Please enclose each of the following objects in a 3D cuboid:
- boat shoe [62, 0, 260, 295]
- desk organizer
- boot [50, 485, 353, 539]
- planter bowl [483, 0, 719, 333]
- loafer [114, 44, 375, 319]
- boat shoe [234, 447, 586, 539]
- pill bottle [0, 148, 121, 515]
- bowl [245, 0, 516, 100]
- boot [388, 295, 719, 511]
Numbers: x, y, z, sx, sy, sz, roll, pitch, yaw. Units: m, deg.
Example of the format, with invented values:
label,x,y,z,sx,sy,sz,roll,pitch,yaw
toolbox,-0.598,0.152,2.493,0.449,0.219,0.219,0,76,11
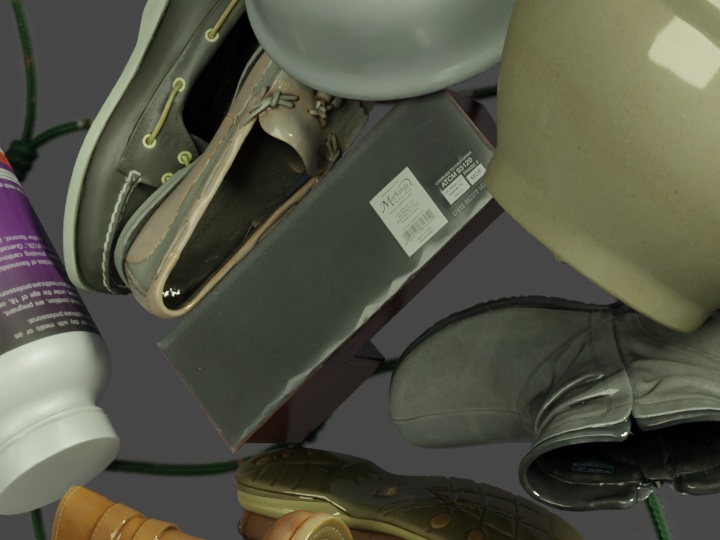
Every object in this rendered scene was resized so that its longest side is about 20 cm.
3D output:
label,x,y,z,sx,sy,sz,roll,pitch,yaw
boat shoe,-0.099,-0.077,1.055,0.060,0.072,0.203,21,92,29
desk organizer,0.000,0.000,0.998,0.200,0.077,0.072,-44,70,15
boot,-0.084,0.149,0.984,0.155,0.201,0.077,38,57,19
planter bowl,0.139,-0.059,0.872,0.200,0.200,0.135,40,104,23
loafer,-0.046,-0.055,1.014,0.200,0.072,0.063,-50,28,4
boat shoe,0.026,0.142,0.982,0.198,0.072,0.068,10,109,30
pill bottle,-0.209,0.027,1.075,0.112,0.112,0.201,-37,71,17
bowl,0.016,-0.191,0.962,0.199,0.091,0.203,-13,55,18
boot,0.088,0.064,0.913,0.198,0.132,0.070,-17,110,24
